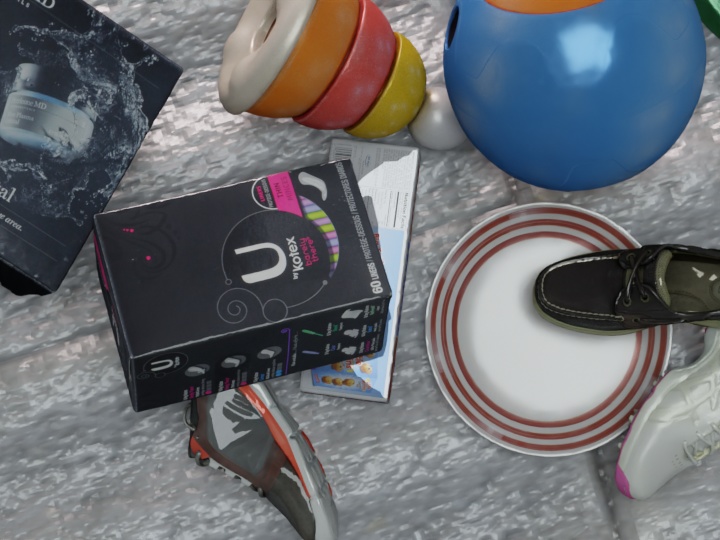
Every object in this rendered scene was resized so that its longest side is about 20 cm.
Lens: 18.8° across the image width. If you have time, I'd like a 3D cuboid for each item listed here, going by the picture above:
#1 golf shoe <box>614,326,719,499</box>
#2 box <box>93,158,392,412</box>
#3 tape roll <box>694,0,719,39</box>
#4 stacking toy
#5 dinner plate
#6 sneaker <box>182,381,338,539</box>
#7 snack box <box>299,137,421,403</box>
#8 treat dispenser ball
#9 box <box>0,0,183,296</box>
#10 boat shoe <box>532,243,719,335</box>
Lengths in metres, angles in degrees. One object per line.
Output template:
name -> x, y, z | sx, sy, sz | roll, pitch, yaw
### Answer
golf shoe -> 0.280, 0.106, 1.689 | 0.091, 0.075, 0.200 | 36, 83, 35
box -> -0.088, 0.011, 1.614 | 0.198, 0.106, 0.123 | -14, 66, -10
tape roll -> 0.353, -0.269, 1.752 | 0.198, 0.048, 0.203 | 0, 85, -5
stacking toy -> 0.001, -0.149, 1.686 | 0.199, 0.146, 0.147 | 28, 83, -18
dinner plate -> 0.148, 0.047, 1.721 | 0.198, 0.024, 0.202 | 0, 86, -6
sneaker -> -0.088, 0.136, 1.677 | 0.082, 0.077, 0.201 | -32, 78, 3
snack box -> 0.000, 0.000, 1.706 | 0.071, 0.024, 0.202 | 7, 85, 6
treat dispenser ball -> 0.162, -0.160, 1.650 | 0.199, 0.201, 0.203 | 0, 85, -5
box -> -0.273, -0.116, 1.621 | 0.196, 0.117, 0.201 | 33, 78, -18
boat shoe -> 0.230, 0.008, 1.671 | 0.198, 0.065, 0.074 | -2, 70, 8
